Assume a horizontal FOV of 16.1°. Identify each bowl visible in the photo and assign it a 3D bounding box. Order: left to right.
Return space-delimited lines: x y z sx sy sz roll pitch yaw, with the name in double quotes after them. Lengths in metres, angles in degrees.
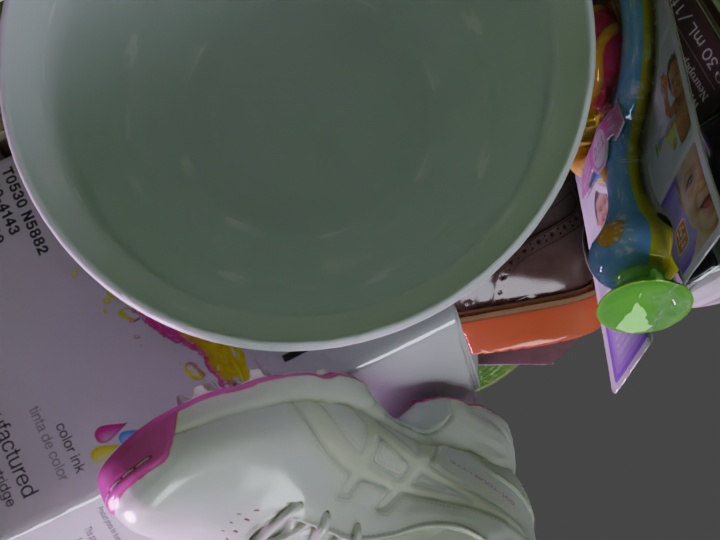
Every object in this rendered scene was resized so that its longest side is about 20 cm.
-0.020 -0.063 0.873 0.200 0.202 0.090 -25 167 -4 "bowl"

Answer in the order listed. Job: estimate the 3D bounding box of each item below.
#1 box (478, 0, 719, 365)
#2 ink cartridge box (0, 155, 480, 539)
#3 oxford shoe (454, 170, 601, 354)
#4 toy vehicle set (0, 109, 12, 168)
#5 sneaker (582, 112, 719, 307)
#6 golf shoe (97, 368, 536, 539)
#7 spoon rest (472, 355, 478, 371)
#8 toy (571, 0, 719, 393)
0.100 -0.056 1.103 0.075 0.100 0.200 0 142 -44 "box"
-0.075 0.019 0.949 0.199 0.145 0.084 -26 154 -5 "ink cartridge box"
0.000 0.000 1.034 0.199 0.073 0.071 -8 -168 -15 "oxford shoe"
-0.075 -0.046 1.030 0.124 0.027 0.200 -27 155 -2 "toy vehicle set"
0.190 -0.045 1.019 0.199 0.074 0.088 -28 156 22 "sneaker"
-0.002 0.088 0.877 0.199 0.092 0.075 8 136 -46 "golf shoe"
-0.033 0.039 1.149 0.199 0.100 0.061 -15 -165 33 "spoon rest"
0.083 -0.068 0.962 0.047 0.201 0.115 0 147 -18 "toy"
